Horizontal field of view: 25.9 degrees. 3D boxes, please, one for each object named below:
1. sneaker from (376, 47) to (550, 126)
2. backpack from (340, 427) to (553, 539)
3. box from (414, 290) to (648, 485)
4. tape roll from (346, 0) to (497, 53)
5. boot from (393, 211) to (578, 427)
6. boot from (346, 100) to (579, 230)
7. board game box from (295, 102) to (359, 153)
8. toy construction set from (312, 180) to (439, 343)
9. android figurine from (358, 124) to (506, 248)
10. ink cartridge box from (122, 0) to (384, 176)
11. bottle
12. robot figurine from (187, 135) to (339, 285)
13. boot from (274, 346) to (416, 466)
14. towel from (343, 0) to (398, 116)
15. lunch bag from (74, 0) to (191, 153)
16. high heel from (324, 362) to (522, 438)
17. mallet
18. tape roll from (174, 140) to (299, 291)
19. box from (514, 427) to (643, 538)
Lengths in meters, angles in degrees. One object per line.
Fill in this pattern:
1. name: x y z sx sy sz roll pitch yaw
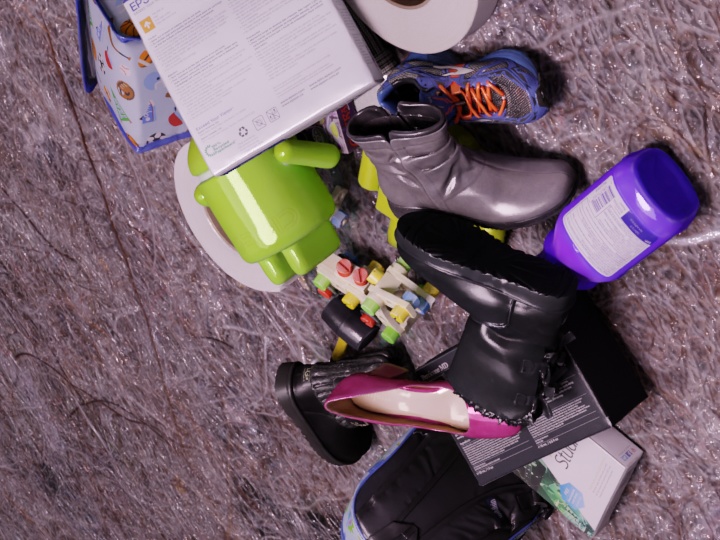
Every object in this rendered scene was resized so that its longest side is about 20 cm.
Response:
1. sneaker: 0.095 -0.161 1.465 0.200 0.078 0.076 8 127 48
2. backpack: 0.080 0.286 1.780 0.183 0.200 0.147 45 148 12
3. box: 0.169 0.114 1.582 0.200 0.079 0.141 -33 89 46
4. tape roll: 0.042 -0.299 1.446 0.202 0.037 0.203 32 142 29
5. boot: 0.110 0.048 1.479 0.198 0.073 0.163 24 129 18
6. boot: 0.093 -0.101 1.450 0.199 0.070 0.132 -4 143 22
7. board game box: -0.069 -0.220 1.616 0.120 0.032 0.201 13 127 50
8. toy construction set: 0.000 0.000 1.719 0.200 0.092 0.131 48 172 22
9. android figurine: 0.076 -0.079 1.596 0.182 0.041 0.200 38 145 19
10. ink cartridge box: -0.106 -0.225 1.534 0.196 0.043 0.201 -28 89 19
11. bottle: 0.222 -0.033 1.425 0.084 0.065 0.200 54 143 7
12. robot figurine: -0.104 -0.089 1.640 0.175 0.116 0.200 -23 101 50
13. boot: 0.008 0.168 1.877 0.157 0.080 0.211 -9 148 23
14. towel: -0.050 -0.227 1.628 0.193 0.035 0.200 58 148 -6
15. lunch bag: -0.257 -0.262 1.778 0.170 0.123 0.200 92 153 -45
16. high heel: 0.062 0.141 1.570 0.199 0.096 0.068 20 122 35
17. mallet: -0.034 0.096 1.904 0.066 0.041 0.200 46 150 9
18. tape roll: -0.126 -0.077 1.827 0.202 0.071 0.203 31 140 30
19. box: 0.200 0.180 1.685 0.200 0.036 0.145 40 145 23
